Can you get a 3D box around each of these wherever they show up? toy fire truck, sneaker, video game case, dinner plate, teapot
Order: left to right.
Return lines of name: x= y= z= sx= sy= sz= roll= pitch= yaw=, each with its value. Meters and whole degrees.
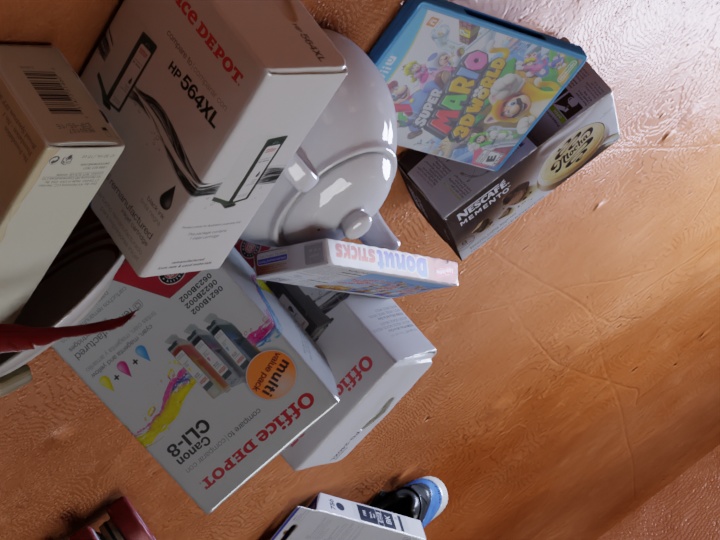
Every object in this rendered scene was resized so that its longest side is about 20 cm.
dinner plate: x=-0.243 y=0.030 z=1.444 sx=0.200 sy=0.024 sz=0.200 roll=-33 pitch=-162 yaw=12
toy fire truck: x=-0.239 y=0.343 z=2.004 sx=0.112 sy=0.168 sz=0.200 roll=-34 pitch=157 yaw=-9
teapot: x=-0.042 y=-0.085 z=1.525 sx=0.199 sy=0.146 sz=0.198 roll=-19 pitch=150 yaw=-36
sneaker: x=0.028 y=0.356 z=2.528 sx=0.200 sy=0.077 sz=0.111 roll=-51 pitch=160 yaw=17
video game case: x=0.084 y=-0.159 z=1.662 sx=0.199 sy=0.018 sz=0.143 roll=12 pitch=129 yaw=-39

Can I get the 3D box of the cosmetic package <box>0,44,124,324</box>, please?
cosmetic package: x=-0.256 y=-0.050 z=1.334 sx=0.073 sy=0.104 sz=0.200 roll=-4 pitch=139 yaw=-49

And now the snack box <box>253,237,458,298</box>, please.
snack box: x=0.000 y=0.000 z=1.575 sx=0.072 sy=0.024 sz=0.200 roll=-12 pitch=168 yaw=32

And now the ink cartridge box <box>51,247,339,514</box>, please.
ink cartridge box: x=-0.134 y=0.062 z=1.541 sx=0.145 sy=0.200 sz=0.145 roll=-40 pitch=-166 yaw=3

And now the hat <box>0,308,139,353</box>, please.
hat: x=-0.305 y=0.041 z=1.314 sx=0.165 sy=0.200 sz=0.176 roll=-28 pitch=-158 yaw=46

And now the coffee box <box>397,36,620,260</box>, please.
coffee box: x=0.142 y=-0.114 z=1.823 sx=0.200 sy=0.080 sz=0.113 roll=-37 pitch=157 yaw=-4

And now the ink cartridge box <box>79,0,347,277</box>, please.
ink cartridge box: x=-0.119 y=-0.117 z=1.354 sx=0.084 sy=0.146 sz=0.200 roll=-8 pitch=142 yaw=-46

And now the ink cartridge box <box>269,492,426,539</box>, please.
ink cartridge box: x=-0.025 y=0.333 z=2.402 sx=0.199 sy=0.039 sz=0.100 roll=20 pitch=124 yaw=-32

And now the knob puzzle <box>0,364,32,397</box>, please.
knob puzzle: x=-0.334 y=0.108 z=1.463 sx=0.218 sy=0.031 sz=0.220 roll=-13 pitch=-176 yaw=1

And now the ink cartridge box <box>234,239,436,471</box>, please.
ink cartridge box: x=-0.055 y=0.053 z=1.684 sx=0.145 sy=0.200 sz=0.083 roll=-48 pitch=162 yaw=22
